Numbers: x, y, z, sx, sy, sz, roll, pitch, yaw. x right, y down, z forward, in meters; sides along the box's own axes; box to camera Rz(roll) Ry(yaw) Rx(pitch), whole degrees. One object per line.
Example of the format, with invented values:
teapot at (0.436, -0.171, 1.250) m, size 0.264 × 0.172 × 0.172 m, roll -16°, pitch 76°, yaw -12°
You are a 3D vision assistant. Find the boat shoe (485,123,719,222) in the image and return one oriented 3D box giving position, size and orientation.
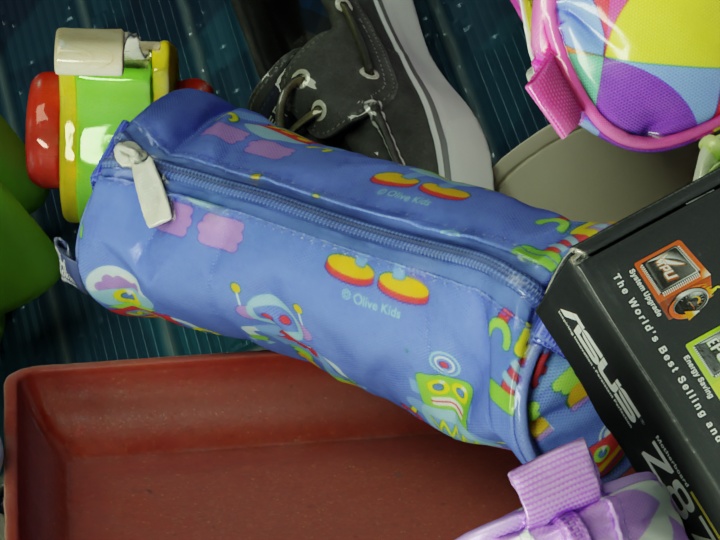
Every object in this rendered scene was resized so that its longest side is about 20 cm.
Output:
boat shoe at (0.135, -0.041, 0.836) m, size 0.199 × 0.073 × 0.063 m, roll -18°, pitch 11°, yaw 23°

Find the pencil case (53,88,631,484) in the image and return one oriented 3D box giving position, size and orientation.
pencil case at (0.000, 0.000, 0.781) m, size 0.199 × 0.087 × 0.078 m, roll 19°, pitch 79°, yaw 35°

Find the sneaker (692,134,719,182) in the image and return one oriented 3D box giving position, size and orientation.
sneaker at (0.140, -0.029, 0.724) m, size 0.075 × 0.076 × 0.201 m, roll 7°, pitch 68°, yaw 50°

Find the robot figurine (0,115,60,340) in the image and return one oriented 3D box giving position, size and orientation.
robot figurine at (-0.210, 0.007, 0.933) m, size 0.199 × 0.116 × 0.176 m, roll -26°, pitch 47°, yaw 10°

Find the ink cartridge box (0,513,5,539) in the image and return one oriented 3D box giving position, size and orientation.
ink cartridge box at (-0.114, 0.144, 0.829) m, size 0.199 × 0.067 × 0.117 m, roll 8°, pitch 64°, yaw 30°

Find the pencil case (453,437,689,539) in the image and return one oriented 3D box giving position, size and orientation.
pencil case at (0.079, 0.145, 0.606) m, size 0.084 × 0.086 × 0.201 m, roll -26°, pitch 75°, yaw -10°

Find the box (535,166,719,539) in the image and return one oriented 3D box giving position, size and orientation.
box at (0.163, 0.050, 0.648) m, size 0.160 × 0.049 × 0.201 m, roll -26°, pitch 75°, yaw -18°

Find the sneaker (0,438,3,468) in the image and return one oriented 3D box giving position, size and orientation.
sneaker at (-0.191, 0.043, 0.821) m, size 0.200 × 0.073 × 0.112 m, roll 51°, pitch 125°, yaw 39°

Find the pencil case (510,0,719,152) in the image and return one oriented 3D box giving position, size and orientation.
pencil case at (0.079, -0.104, 0.824) m, size 0.088 × 0.089 × 0.200 m, roll -29°, pitch 20°, yaw 8°

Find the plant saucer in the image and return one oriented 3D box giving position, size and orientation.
plant saucer at (-0.003, 0.085, 0.751) m, size 0.198 × 0.037 × 0.200 m, roll -4°, pitch 28°, yaw -6°

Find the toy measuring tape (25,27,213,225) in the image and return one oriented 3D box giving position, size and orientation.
toy measuring tape at (-0.085, -0.045, 0.880) m, size 0.073 × 0.200 × 0.074 m, roll 0°, pitch 93°, yaw -1°

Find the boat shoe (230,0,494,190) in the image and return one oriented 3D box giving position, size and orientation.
boat shoe at (-0.009, -0.060, 0.886) m, size 0.070 × 0.066 × 0.201 m, roll 119°, pitch 147°, yaw -42°
